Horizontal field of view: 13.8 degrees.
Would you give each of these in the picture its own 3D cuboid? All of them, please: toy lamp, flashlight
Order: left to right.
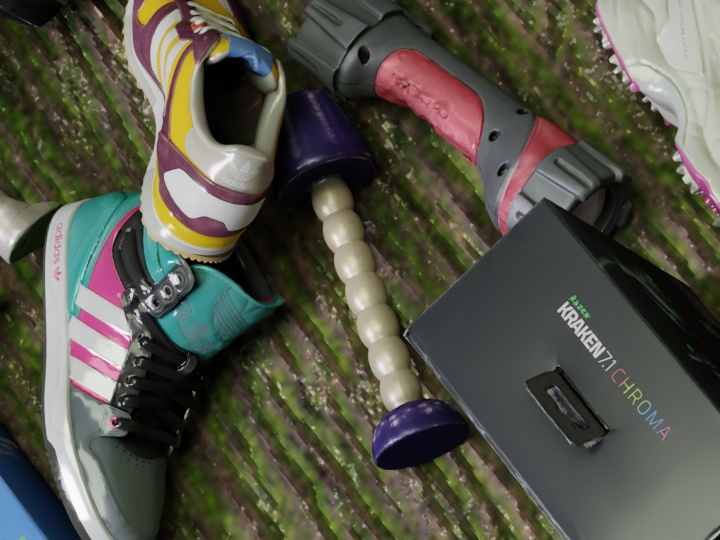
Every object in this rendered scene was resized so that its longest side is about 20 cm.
[{"bbox_3d":[0.000,0.000,1.516,0.058,0.058,0.201,-29,68,18],"label":"toy lamp"},{"bbox_3d":[0.046,-0.074,1.505,0.200,0.068,0.068,37,98,28],"label":"flashlight"}]

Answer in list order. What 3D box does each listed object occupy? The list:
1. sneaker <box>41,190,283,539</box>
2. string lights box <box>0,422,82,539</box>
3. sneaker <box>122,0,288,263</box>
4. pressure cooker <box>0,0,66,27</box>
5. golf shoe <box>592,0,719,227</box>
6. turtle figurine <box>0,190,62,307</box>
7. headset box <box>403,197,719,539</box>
[{"bbox_3d":[-0.097,0.045,1.543,0.120,0.083,0.201,-18,69,32],"label":"sneaker"},{"bbox_3d":[-0.216,0.143,1.587,0.103,0.059,0.200,-45,62,10],"label":"string lights box"},{"bbox_3d":[-0.073,-0.103,1.534,0.090,0.075,0.201,-52,36,42],"label":"sneaker"},{"bbox_3d":[-0.202,-0.253,1.610,0.175,0.178,0.201,27,91,32],"label":"pressure cooker"},{"bbox_3d":[0.190,-0.075,1.429,0.091,0.075,0.201,-34,66,12],"label":"golf shoe"},{"bbox_3d":[-0.259,-0.057,1.652,0.194,0.200,0.144,40,74,9],"label":"turtle figurine"},{"bbox_3d":[0.133,0.075,1.347,0.093,0.200,0.174,-43,63,11],"label":"headset box"}]
